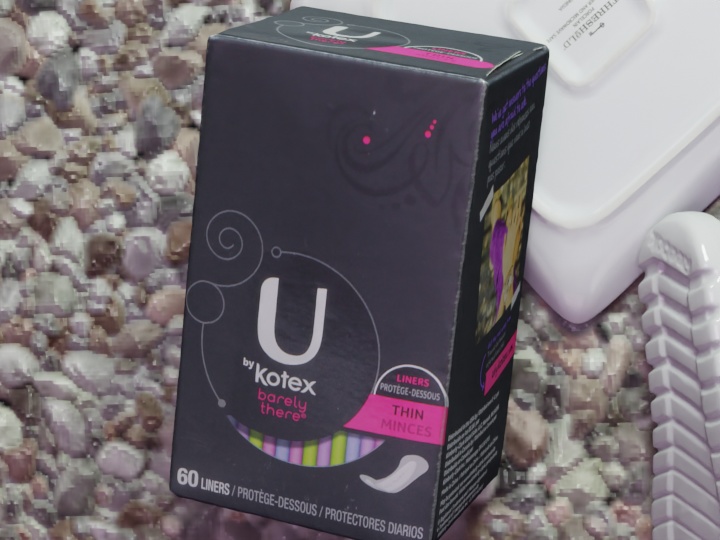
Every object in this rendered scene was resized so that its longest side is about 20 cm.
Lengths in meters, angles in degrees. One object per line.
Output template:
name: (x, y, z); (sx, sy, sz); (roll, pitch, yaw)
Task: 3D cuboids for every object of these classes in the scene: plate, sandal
plate: (0.097, -0.112, 0.974); (0.200, 0.032, 0.200); (-43, 84, 13)
sandal: (0.161, 0.075, 0.960); (0.050, 0.082, 0.204); (-9, 99, -23)

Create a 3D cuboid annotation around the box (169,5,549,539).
box: (0.000, 0.000, 0.947); (0.122, 0.106, 0.201); (10, 106, 17)
